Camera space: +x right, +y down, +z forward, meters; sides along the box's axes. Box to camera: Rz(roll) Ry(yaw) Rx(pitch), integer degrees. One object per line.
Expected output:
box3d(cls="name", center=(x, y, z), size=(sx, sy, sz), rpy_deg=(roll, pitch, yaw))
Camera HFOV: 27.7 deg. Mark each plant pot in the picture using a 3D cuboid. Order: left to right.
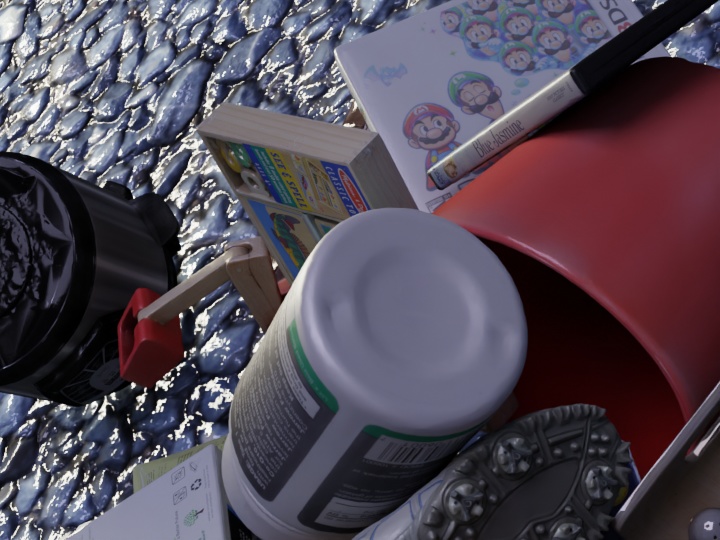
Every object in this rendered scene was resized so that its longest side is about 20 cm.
box3d(cls="plant pot", center=(0.148, -0.008, 0.803), size=(0.200, 0.201, 0.177), rpy_deg=(17, 55, 46))

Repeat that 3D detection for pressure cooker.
box3d(cls="pressure cooker", center=(-0.235, 0.010, 1.113), size=(0.174, 0.200, 0.180), rpy_deg=(4, 81, 19))

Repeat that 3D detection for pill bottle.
box3d(cls="pill bottle", center=(-0.003, 0.065, 0.732), size=(0.200, 0.112, 0.114), rpy_deg=(123, 161, -55))

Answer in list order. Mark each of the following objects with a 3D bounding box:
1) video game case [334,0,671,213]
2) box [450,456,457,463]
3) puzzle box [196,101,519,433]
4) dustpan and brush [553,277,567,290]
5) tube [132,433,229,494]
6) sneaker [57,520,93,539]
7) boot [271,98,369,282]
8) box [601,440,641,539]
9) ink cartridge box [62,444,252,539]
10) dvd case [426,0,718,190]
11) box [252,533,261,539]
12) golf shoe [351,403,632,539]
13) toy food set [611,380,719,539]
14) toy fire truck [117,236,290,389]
box3d(cls="video game case", center=(0.105, -0.116, 0.961), size=(0.199, 0.024, 0.183), rpy_deg=(-23, 57, -5))
box3d(cls="box", center=(-0.012, 0.179, 0.778), size=(0.163, 0.021, 0.200), rpy_deg=(-21, 22, 35))
box3d(cls="puzzle box", center=(0.000, 0.000, 0.800), size=(0.133, 0.201, 0.025), rpy_deg=(16, 54, 47))
box3d(cls="dustpan and brush", center=(0.093, 0.014, 0.922), size=(0.139, 0.057, 0.201), rpy_deg=(-4, 56, 38))
box3d(cls="tube", center=(-0.073, 0.129, 0.926), size=(0.199, 0.052, 0.058), rpy_deg=(-26, 14, 28))
box3d(cls="sneaker", center=(-0.167, 0.255, 0.918), size=(0.076, 0.081, 0.201), rpy_deg=(-23, 37, 23))
box3d(cls="boot", center=(0.020, -0.050, 1.038), size=(0.186, 0.064, 0.201), rpy_deg=(24, 76, 52))
box3d(cls="box", center=(0.086, 0.189, 0.778), size=(0.199, 0.032, 0.122), rpy_deg=(-36, 51, 27))
box3d(cls="ink cartridge box", center=(-0.153, 0.194, 0.867), size=(0.199, 0.039, 0.100), rpy_deg=(-32, 34, 11))
box3d(cls="dvd case", center=(0.128, -0.111, 0.829), size=(0.142, 0.018, 0.200), rpy_deg=(-36, 2, -22))
box3d(cls="box", center=(-0.038, 0.185, 0.914), size=(0.136, 0.040, 0.201), rpy_deg=(4, 62, 44))
box3d(cls="golf shoe", center=(0.034, 0.126, 0.691), size=(0.199, 0.079, 0.097), rpy_deg=(-35, 14, -14))
box3d(cls="toy food set", center=(0.236, 0.123, 0.664), size=(0.200, 0.060, 0.144), rpy_deg=(38, 85, 20))
box3d(cls="toy fire truck", center=(-0.058, 0.017, 0.981), size=(0.200, 0.140, 0.049), rpy_deg=(-45, 38, 30))
